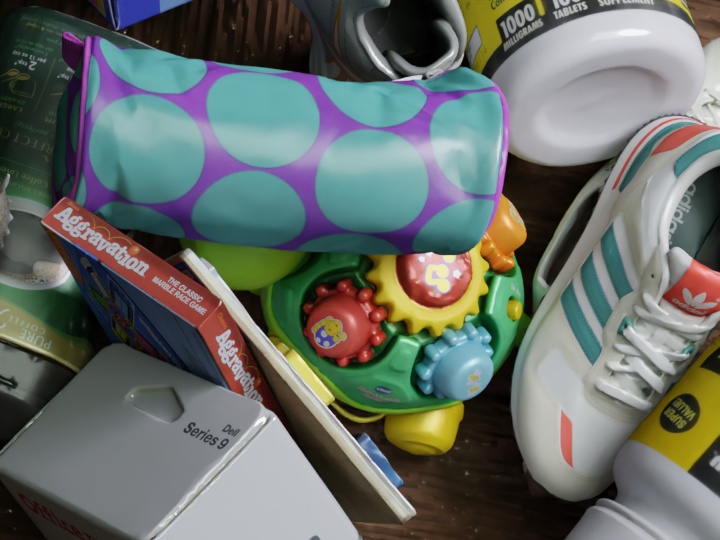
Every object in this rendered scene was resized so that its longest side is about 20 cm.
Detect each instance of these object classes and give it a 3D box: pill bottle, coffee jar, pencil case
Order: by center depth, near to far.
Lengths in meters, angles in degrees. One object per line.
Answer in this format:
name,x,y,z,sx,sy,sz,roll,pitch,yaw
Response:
pencil case,-0.038,-0.057,1.177,0.199,0.085,0.093,5,62,-11
pill bottle,0.192,0.089,1.211,0.114,0.114,0.200,43,81,-7
coffee jar,-0.157,-0.017,1.229,0.104,0.085,0.200,21,72,-3
pill bottle,0.095,-0.163,1.313,0.112,0.113,0.200,-4,58,-20

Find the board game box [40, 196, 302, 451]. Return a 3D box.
board game box,-0.073,0.052,1.176,0.103,0.200,0.019,31,69,32

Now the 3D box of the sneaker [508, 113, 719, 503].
sneaker,0.136,0.020,1.245,0.070,0.093,0.200,24,89,-17

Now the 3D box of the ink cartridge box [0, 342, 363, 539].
ink cartridge box,-0.057,0.142,1.165,0.084,0.146,0.200,-45,122,-20

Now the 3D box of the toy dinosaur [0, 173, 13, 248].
toy dinosaur,-0.219,-0.034,1.178,0.102,0.200,0.077,-43,127,-5

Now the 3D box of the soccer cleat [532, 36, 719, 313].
soccer cleat,0.157,-0.046,1.331,0.069,0.078,0.200,32,79,22

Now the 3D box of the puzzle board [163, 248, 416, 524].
puzzle board,-0.045,0.054,1.195,0.017,0.200,0.151,-40,95,-13

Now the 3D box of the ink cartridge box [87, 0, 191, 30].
ink cartridge box,-0.095,-0.200,1.260,0.200,0.076,0.136,-23,47,-23

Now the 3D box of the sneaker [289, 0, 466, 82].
sneaker,0.019,-0.104,1.261,0.076,0.200,0.092,-42,53,-6

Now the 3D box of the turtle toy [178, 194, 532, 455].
turtle toy,0.000,0.000,1.275,0.200,0.101,0.146,18,74,-16

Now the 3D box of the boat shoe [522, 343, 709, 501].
boat shoe,0.175,0.062,1.343,0.202,0.075,0.075,-10,77,-21
